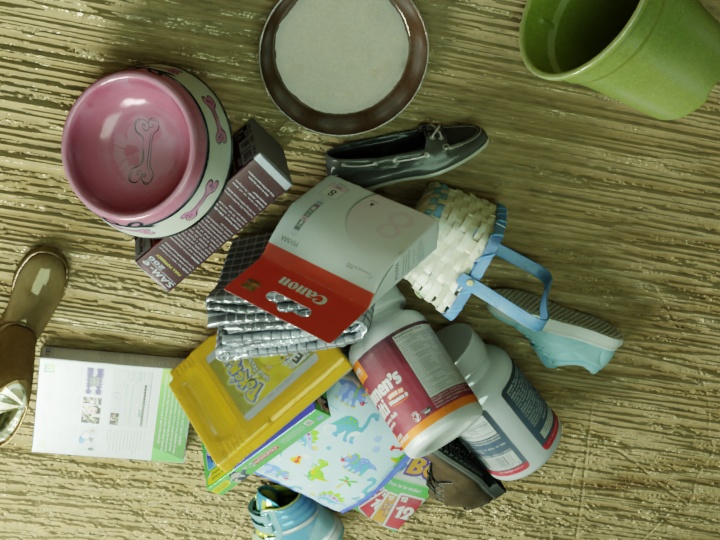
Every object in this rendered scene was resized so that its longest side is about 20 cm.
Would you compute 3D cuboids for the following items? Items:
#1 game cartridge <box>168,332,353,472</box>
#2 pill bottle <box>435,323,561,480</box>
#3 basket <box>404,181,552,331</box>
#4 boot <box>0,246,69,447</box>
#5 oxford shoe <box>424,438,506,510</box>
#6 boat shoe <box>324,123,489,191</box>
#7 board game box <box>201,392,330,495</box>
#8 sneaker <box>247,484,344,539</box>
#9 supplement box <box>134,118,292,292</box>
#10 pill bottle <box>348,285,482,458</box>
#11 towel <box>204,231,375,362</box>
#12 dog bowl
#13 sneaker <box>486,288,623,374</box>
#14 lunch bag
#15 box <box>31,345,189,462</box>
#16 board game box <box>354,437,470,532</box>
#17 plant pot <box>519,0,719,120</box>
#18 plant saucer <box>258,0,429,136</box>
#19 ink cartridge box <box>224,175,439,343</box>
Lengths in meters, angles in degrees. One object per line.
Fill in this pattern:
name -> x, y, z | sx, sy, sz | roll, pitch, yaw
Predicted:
game cartridge -> -0.128, 0.123, 1.706 | 0.200, 0.176, 0.032 | -39, 136, -1
pill bottle -> 0.163, 0.167, 1.820 | 0.119, 0.120, 0.200 | -35, 116, 10
basket -> 0.143, -0.011, 1.700 | 0.200, 0.176, 0.139 | 27, 110, 0
boot -> -0.396, 0.088, 1.651 | 0.066, 0.200, 0.176 | 19, 113, -17
oxford shoe -> 0.119, 0.273, 1.855 | 0.084, 0.073, 0.200 | -37, 136, 7
boat shoe -> 0.054, -0.143, 1.676 | 0.199, 0.067, 0.057 | -18, 123, 5
board game box -> -0.124, 0.174, 1.748 | 0.200, 0.135, 0.029 | -38, 133, 27
sneaker -> -0.135, 0.364, 1.902 | 0.200, 0.080, 0.131 | -37, 118, 0
supplement box -> -0.177, -0.077, 1.651 | 0.200, 0.109, 0.061 | -41, 117, 12
pill bottle -> 0.054, 0.118, 1.705 | 0.109, 0.110, 0.200 | -36, 73, 11
towel -> -0.080, 0.015, 1.660 | 0.199, 0.166, 0.086 | -7, 126, 12
dog bowl -> -0.247, -0.137, 1.573 | 0.199, 0.074, 0.201 | 0, 90, 15
sneaker -> 0.243, 0.089, 1.818 | 0.199, 0.074, 0.082 | 20, 109, -16
lunch bag -> -0.034, 0.210, 1.808 | 0.170, 0.128, 0.200 | 30, 109, -21
box -> -0.317, 0.174, 1.802 | 0.199, 0.036, 0.145 | 7, 115, -10
board game box -> 0.073, 0.264, 1.911 | 0.095, 0.030, 0.200 | 34, 105, -23
plant pot -> 0.316, -0.268, 1.595 | 0.184, 0.201, 0.201 | 26, 111, -32
plant saucer -> -0.020, -0.254, 1.626 | 0.199, 0.035, 0.201 | -3, 117, -6
ink cartridge box -> -0.032, -0.019, 1.580 | 0.200, 0.162, 0.057 | -37, 140, -39
